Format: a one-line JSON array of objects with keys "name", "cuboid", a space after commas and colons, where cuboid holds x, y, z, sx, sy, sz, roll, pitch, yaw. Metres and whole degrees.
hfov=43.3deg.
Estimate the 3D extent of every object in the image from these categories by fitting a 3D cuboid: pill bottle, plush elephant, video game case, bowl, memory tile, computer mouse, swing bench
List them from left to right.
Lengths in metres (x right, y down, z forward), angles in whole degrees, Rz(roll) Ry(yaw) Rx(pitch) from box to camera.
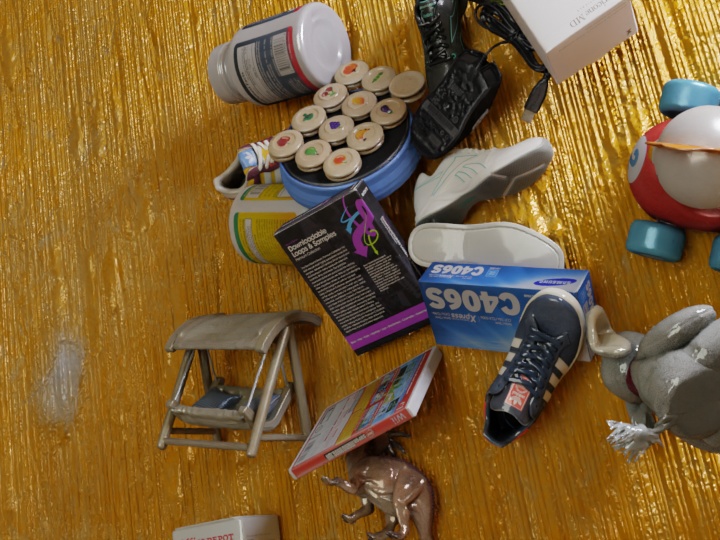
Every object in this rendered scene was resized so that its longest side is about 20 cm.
[{"name": "swing bench", "cuboid": [-0.171, 0.154, 1.274, 0.196, 0.129, 0.204, -5, 79, 38]}, {"name": "pill bottle", "cuboid": [-0.123, -0.306, 1.320, 0.197, 0.119, 0.122, -5, 79, 37]}, {"name": "pill bottle", "cuboid": [-0.077, -0.063, 1.247, 0.197, 0.112, 0.115, 2, 84, 38]}, {"name": "memory tile", "cuboid": [-0.017, -0.202, 1.189, 0.152, 0.017, 0.201, 23, 62, 34]}, {"name": "bowl", "cuboid": [-0.017, -0.164, 1.195, 0.197, 0.040, 0.203, -11, 48, 12]}, {"name": "video game case", "cuboid": [0.007, 0.177, 1.133, 0.199, 0.143, 0.018, -34, 100, 30]}, {"name": "computer mouse", "cuboid": [0.153, -0.205, 1.097, 0.140, 0.046, 0.202, 43, 113, 27]}, {"name": "plush elephant", "cuboid": [0.308, 0.100, 0.906, 0.197, 0.167, 0.155, -25, 23, -2]}]

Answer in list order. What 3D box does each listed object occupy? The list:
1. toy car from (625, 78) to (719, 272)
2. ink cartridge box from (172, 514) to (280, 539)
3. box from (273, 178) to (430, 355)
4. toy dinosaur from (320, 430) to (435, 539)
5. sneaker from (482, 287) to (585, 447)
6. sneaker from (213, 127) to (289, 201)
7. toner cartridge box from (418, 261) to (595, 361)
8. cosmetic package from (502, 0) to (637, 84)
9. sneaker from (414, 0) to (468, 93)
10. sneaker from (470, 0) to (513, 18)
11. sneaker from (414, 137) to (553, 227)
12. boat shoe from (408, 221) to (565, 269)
[{"name": "toy car", "cuboid": [0.324, -0.106, 0.881, 0.175, 0.199, 0.188, 15, 91, 38]}, {"name": "ink cartridge box", "cuboid": [-0.177, 0.450, 1.257, 0.144, 0.082, 0.204, -19, 71, 35]}, {"name": "box", "cuboid": [0.000, 0.000, 1.150, 0.142, 0.036, 0.201, -25, 109, 32]}, {"name": "toy dinosaur", "cuboid": [0.038, 0.259, 1.129, 0.199, 0.086, 0.136, 34, 59, 17]}, {"name": "sneaker", "cuboid": [0.183, 0.114, 0.983, 0.074, 0.084, 0.203, 26, 128, 18]}, {"name": "sneaker", "cuboid": [-0.126, -0.160, 1.315, 0.199, 0.089, 0.076, -38, 61, 27]}, {"name": "toner cartridge box", "cuboid": [0.169, 0.045, 1.040, 0.197, 0.043, 0.096, 3, 126, 35]}, {"name": "cosmetic package", "cuboid": [0.207, -0.324, 1.005, 0.107, 0.085, 0.202, -33, 65, 12]}, {"name": "sneaker", "cuboid": [0.099, -0.301, 1.171, 0.074, 0.079, 0.204, -12, 77, 34]}, {"name": "sneaker", "cuboid": [0.193, -0.313, 1.100, 0.199, 0.074, 0.086, 28, 100, 38]}, {"name": "sneaker", "cuboid": [0.141, -0.122, 1.113, 0.198, 0.070, 0.082, -26, 58, 31]}, {"name": "boat shoe", "cuboid": [0.155, -0.020, 1.089, 0.197, 0.060, 0.075, 4, 92, 31]}]
